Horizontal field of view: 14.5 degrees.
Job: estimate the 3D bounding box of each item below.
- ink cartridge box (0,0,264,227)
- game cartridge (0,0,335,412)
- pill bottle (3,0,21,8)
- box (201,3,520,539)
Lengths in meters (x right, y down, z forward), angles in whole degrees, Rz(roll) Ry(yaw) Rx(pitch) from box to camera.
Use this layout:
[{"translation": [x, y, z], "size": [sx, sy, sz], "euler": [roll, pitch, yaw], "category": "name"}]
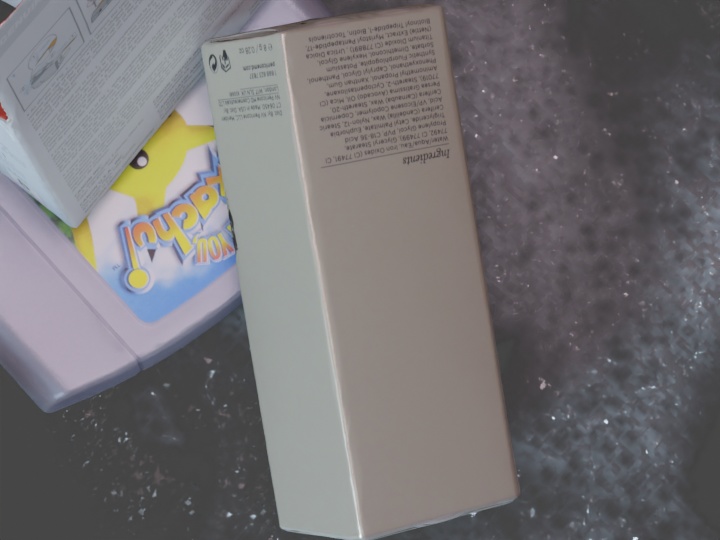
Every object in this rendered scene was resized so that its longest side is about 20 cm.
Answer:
[{"translation": [-0.088, -0.115, 1.053], "size": [0.057, 0.200, 0.163], "euler": [36, 80, 17], "category": "ink cartridge box"}, {"translation": [-0.086, -0.043, 1.162], "size": [0.200, 0.040, 0.133], "euler": [-43, 90, -9], "category": "game cartridge"}, {"translation": [-0.100, -0.205, 1.146], "size": [0.112, 0.112, 0.200], "euler": [31, 80, 1], "category": "pill bottle"}, {"translation": [0.000, 0.000, 1.111], "size": [0.082, 0.068, 0.200], "euler": [-11, 96, -32], "category": "box"}]
